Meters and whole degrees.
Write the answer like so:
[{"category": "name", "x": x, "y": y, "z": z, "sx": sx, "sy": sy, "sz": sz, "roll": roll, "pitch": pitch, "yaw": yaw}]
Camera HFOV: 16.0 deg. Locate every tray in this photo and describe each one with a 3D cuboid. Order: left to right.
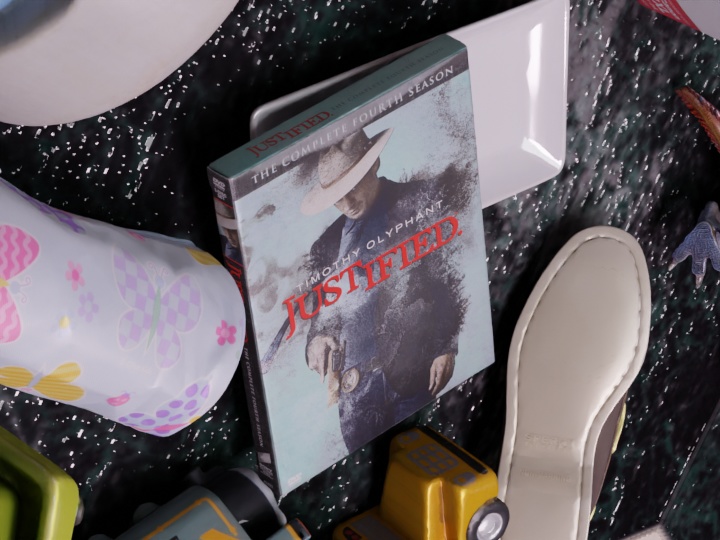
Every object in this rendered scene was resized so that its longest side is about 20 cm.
[{"category": "tray", "x": 0.022, "y": -0.065, "z": 1.251, "sx": 0.200, "sy": 0.022, "sz": 0.108, "roll": -24, "pitch": 127, "yaw": -32}]

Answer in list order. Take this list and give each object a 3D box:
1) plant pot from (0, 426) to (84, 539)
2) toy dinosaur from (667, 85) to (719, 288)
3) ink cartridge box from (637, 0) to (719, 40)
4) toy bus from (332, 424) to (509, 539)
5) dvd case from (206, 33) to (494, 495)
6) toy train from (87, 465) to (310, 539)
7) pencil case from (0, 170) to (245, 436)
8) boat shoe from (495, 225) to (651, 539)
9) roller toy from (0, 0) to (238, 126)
[{"category": "plant pot", "x": -0.231, "y": 0.129, "z": 1.003, "sx": 0.181, "sy": 0.200, "sz": 0.199, "roll": -9, "pitch": 119, "yaw": -47}, {"category": "toy dinosaur", "x": 0.258, "y": -0.022, "z": 1.458, "sx": 0.181, "sy": 0.105, "sz": 0.200, "roll": -28, "pitch": 121, "yaw": -56}, {"category": "ink cartridge box", "x": 0.234, "y": -0.173, "z": 1.255, "sx": 0.146, "sy": 0.200, "sz": 0.083, "roll": -51, "pitch": 138, "yaw": -8}, {"category": "toy bus", "x": 0.029, "y": 0.186, "z": 1.376, "sx": 0.078, "sy": 0.065, "sz": 0.200, "roll": -21, "pitch": 127, "yaw": -31}, {"category": "dvd case", "x": 0.000, "y": 0.000, "z": 1.237, "sx": 0.146, "sy": 0.022, "sz": 0.200, "roll": -30, "pitch": 133, "yaw": -27}, {"category": "toy train", "x": -0.099, "y": 0.174, "z": 1.214, "sx": 0.200, "sy": 0.114, "sz": 0.085, "roll": -34, "pitch": 172, "yaw": -30}, {"category": "pencil case", "x": -0.138, "y": 0.007, "z": 1.097, "sx": 0.200, "sy": 0.083, "sz": 0.091, "roll": 26, "pitch": 57, "yaw": -48}, {"category": "boat shoe", "x": 0.112, "y": 0.072, "z": 1.389, "sx": 0.060, "sy": 0.072, "sz": 0.200, "roll": -42, "pitch": 143, "yaw": -84}, {"category": "roller toy", "x": -0.128, "y": -0.160, "z": 0.930, "sx": 0.140, "sy": 0.182, "sz": 0.200, "roll": 33, "pitch": 89, "yaw": -47}]
